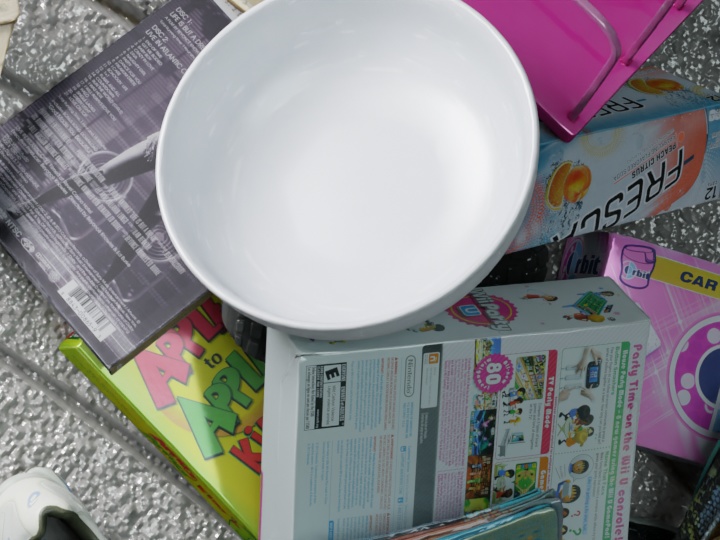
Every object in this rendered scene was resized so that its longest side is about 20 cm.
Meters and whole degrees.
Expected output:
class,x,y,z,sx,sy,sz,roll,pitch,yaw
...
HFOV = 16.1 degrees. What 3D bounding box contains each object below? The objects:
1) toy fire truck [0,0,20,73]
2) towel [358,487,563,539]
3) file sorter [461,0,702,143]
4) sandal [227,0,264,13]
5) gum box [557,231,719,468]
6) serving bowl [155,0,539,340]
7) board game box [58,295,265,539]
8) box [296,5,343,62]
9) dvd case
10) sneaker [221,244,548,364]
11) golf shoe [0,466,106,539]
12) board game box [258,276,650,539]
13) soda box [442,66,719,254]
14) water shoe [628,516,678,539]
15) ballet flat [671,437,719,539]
class,x,y,z,sx,sy,sz,roll,pitch,yaw
toy fire truck,-0.233,-0.146,1.348,0.140,0.049,0.201,30,79,-9
towel,0.039,0.196,1.379,0.146,0.201,0.022,-15,51,-8
file sorter,0.137,-0.200,1.335,0.139,0.125,0.200,43,71,3
sandal,-0.071,-0.223,1.381,0.077,0.070,0.212,-33,88,-18
gum box,0.208,0.058,1.494,0.199,0.066,0.114,16,86,-18
serving bowl,-0.002,-0.051,1.316,0.198,0.066,0.202,-5,67,10
board game box,-0.061,0.078,1.413,0.102,0.048,0.200,-46,103,-14
box,-0.019,-0.232,1.346,0.143,0.036,0.200,-44,124,-16
dvd case,-0.105,-0.059,1.385,0.200,0.016,0.149,-39,74,-14
sneaker,0.000,0.000,1.411,0.199,0.088,0.076,-10,126,-32
golf shoe,-0.141,0.202,1.359,0.078,0.097,0.201,-34,101,-18
board game box,0.049,0.089,1.367,0.198,0.064,0.149,-4,114,-18
soda box,0.119,-0.063,1.423,0.199,0.068,0.064,-15,121,-40
water shoe,0.115,0.182,1.454,0.198,0.079,0.072,-2,90,-19
ballet flat,0.210,0.160,1.434,0.074,0.074,0.201,26,98,-16
